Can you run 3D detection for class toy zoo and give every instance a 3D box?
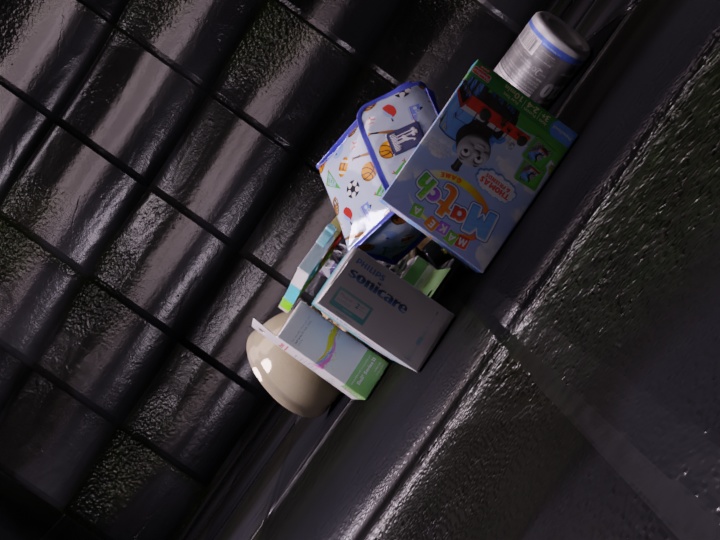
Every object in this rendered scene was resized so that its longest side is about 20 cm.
[{"bbox_3d":[-0.065,-0.020,1.019,0.131,0.020,0.200,-55,0,-29],"label":"toy zoo"}]

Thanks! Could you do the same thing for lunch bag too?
[{"bbox_3d":[0.047,-0.134,0.917,0.123,0.171,0.200,6,-36,-44],"label":"lunch bag"}]

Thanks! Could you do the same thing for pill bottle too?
[{"bbox_3d":[0.280,-0.319,1.134,0.200,0.113,0.114,-53,3,38],"label":"pill bottle"}]

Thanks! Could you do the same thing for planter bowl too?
[{"bbox_3d":[-0.088,0.146,1.225,0.135,0.200,0.200,-43,7,18],"label":"planter bowl"}]

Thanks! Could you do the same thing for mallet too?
[{"bbox_3d":[0.141,-0.030,0.938,0.066,0.041,0.200,-40,10,-5],"label":"mallet"}]

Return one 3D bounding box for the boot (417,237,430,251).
[{"bbox_3d":[0.171,-0.116,1.183,0.202,0.071,0.144,-52,-3,7],"label":"boot"}]

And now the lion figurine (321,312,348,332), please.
[{"bbox_3d":[0.011,0.035,1.211,0.200,0.072,0.123,-54,-33,-15],"label":"lion figurine"}]

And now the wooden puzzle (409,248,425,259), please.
[{"bbox_3d":[0.140,-0.098,1.267,0.185,0.037,0.201,83,-148,-64],"label":"wooden puzzle"}]

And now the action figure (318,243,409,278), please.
[{"bbox_3d":[0.000,0.000,1.124,0.130,0.070,0.199,-43,33,-23],"label":"action figure"}]

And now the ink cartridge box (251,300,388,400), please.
[{"bbox_3d":[-0.065,0.111,1.012,0.067,0.200,0.117,-55,3,-14],"label":"ink cartridge box"}]

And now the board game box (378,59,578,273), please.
[{"bbox_3d":[0.139,-0.121,0.800,0.201,0.151,0.037,-55,4,0],"label":"board game box"}]

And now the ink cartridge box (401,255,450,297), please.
[{"bbox_3d":[0.070,0.046,1.092,0.146,0.048,0.200,-55,0,-5],"label":"ink cartridge box"}]

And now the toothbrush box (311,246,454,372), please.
[{"bbox_3d":[0.020,0.050,0.867,0.086,0.146,0.200,-56,4,-7],"label":"toothbrush box"}]
